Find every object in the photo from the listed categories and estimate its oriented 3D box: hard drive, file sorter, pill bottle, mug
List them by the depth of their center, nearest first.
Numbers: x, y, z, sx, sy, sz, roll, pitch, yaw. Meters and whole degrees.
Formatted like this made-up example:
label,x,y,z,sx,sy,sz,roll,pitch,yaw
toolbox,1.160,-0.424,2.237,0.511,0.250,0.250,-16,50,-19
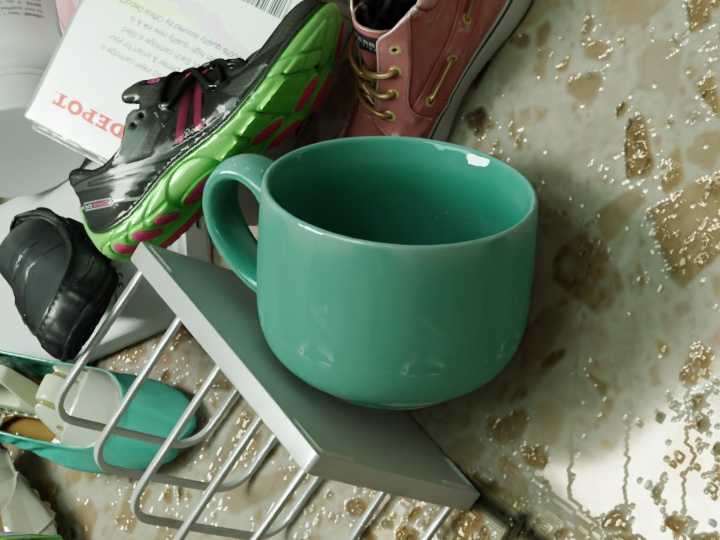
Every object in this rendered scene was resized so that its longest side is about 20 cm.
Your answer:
label,x,y,z,sx,sy,sz,roll,pitch,yaw
mug,0.011,0.000,1.293,0.185,0.152,0.115,-137,44,-54
file sorter,-0.061,0.102,1.330,0.125,0.139,0.200,-56,49,15
hard drive,-0.182,-0.005,1.543,0.200,0.027,0.132,-23,62,33
pill bottle,-0.245,-0.156,1.578,0.113,0.113,0.200,-36,50,27

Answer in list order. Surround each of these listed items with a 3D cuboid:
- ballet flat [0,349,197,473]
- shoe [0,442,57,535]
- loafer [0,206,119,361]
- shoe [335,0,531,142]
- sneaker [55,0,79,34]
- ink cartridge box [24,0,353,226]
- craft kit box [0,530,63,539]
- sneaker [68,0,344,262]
label,x,y,z,sx,sy,sz,roll,pitch,yaw
ballet flat,-0.200,0.086,1.479,0.200,0.070,0.067,6,70,32
shoe,-0.215,0.193,1.495,0.070,0.053,0.200,108,150,-49
loafer,-0.190,0.005,1.422,0.068,0.070,0.201,-58,13,7
shoe,0.017,-0.118,1.365,0.071,0.091,0.200,42,104,41
sneaker,-0.162,-0.249,1.531,0.075,0.105,0.201,4,58,3
ink cartridge box,-0.095,-0.146,1.444,0.145,0.084,0.200,27,94,18
craft kit box,-0.235,0.259,1.423,0.197,0.048,0.201,-8,82,58
sneaker,-0.093,-0.093,1.356,0.200,0.077,0.084,-42,76,6
